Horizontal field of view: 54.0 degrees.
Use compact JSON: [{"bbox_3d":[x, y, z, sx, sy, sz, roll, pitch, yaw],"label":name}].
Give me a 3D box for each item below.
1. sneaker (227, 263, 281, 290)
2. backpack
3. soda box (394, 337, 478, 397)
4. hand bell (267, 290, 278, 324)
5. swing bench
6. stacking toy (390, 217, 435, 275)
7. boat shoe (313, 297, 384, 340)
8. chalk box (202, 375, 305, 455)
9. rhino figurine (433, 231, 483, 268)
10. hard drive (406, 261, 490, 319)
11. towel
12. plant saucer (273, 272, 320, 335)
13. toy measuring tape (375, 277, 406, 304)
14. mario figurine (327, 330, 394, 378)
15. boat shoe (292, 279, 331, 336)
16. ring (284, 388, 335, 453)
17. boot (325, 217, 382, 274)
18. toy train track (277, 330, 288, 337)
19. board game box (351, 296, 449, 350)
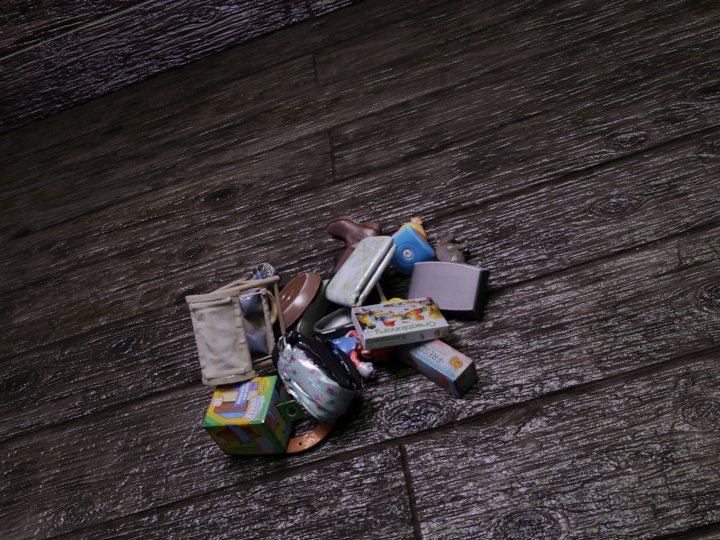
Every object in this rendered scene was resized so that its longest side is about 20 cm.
[{"bbox_3d":[-0.298,0.059,1.949,0.198,0.089,0.080,-29,60,20],"label":"sneaker"},{"bbox_3d":[-0.093,0.235,1.561,0.199,0.166,0.128,40,107,33],"label":"backpack"},{"bbox_3d":[0.166,0.199,1.577,0.068,0.064,0.199,-40,42,-20],"label":"soda box"},{"bbox_3d":[-0.251,0.080,1.824,0.102,0.106,0.200,-20,9,3],"label":"hand bell"},{"bbox_3d":[-0.274,0.133,1.612,0.128,0.203,0.199,-5,9,33],"label":"swing bench"},{"bbox_3d":[0.138,-0.090,1.884,0.109,0.116,0.201,-38,16,28],"label":"stacking toy"},{"bbox_3d":[-0.024,0.119,1.756,0.198,0.061,0.076,-32,41,-10],"label":"boat shoe"},{"bbox_3d":[-0.222,0.321,1.556,0.196,0.126,0.125,-7,42,21],"label":"chalk box"},{"bbox_3d":[0.238,-0.043,1.804,0.086,0.060,0.201,-23,41,-2],"label":"rhino figurine"},{"bbox_3d":[0.205,0.043,1.705,0.197,0.042,0.137,6,75,32],"label":"hard drive"},{"bbox_3d":[0.000,0.000,1.777,0.202,0.048,0.171,-57,20,-12],"label":"towel"},{"bbox_3d":[-0.182,0.079,1.822,0.200,0.034,0.201,-44,19,19],"label":"plant saucer"},{"bbox_3d":[0.082,0.073,1.730,0.072,0.074,0.202,-20,54,3],"label":"toy measuring tape"},{"bbox_3d":[-0.006,0.199,1.672,0.197,0.106,0.126,-14,76,27],"label":"mario figurine"},{"bbox_3d":[-0.129,0.101,1.821,0.060,0.073,0.202,-2,37,29],"label":"boat shoe"},{"bbox_3d":[-0.139,0.331,1.616,0.197,0.019,0.202,-13,41,11],"label":"ring"},{"bbox_3d":[-0.046,-0.052,1.956,0.183,0.065,0.202,1,51,28],"label":"boot"},{"bbox_3d":[-0.171,0.195,1.763,0.113,0.033,0.200,-17,29,-19],"label":"toy train track"},{"bbox_3d":[0.088,0.118,1.605,0.196,0.035,0.127,-8,31,-13],"label":"board game box"}]
